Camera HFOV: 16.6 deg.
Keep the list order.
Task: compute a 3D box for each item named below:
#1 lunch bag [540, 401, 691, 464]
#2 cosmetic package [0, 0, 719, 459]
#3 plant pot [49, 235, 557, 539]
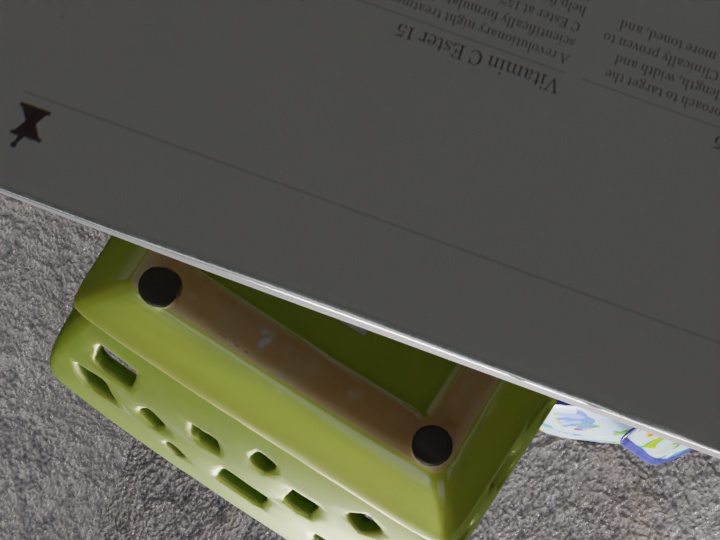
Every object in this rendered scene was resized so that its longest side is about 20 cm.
[{"bbox_3d":[0.217,0.079,1.910,0.199,0.128,0.170,5,170,18],"label":"lunch bag"},{"bbox_3d":[0.044,-0.054,0.411,0.199,0.152,0.052,20,177,5],"label":"cosmetic package"},{"bbox_3d":[0.000,0.000,0.996,0.198,0.201,0.182,33,169,3],"label":"plant pot"}]
